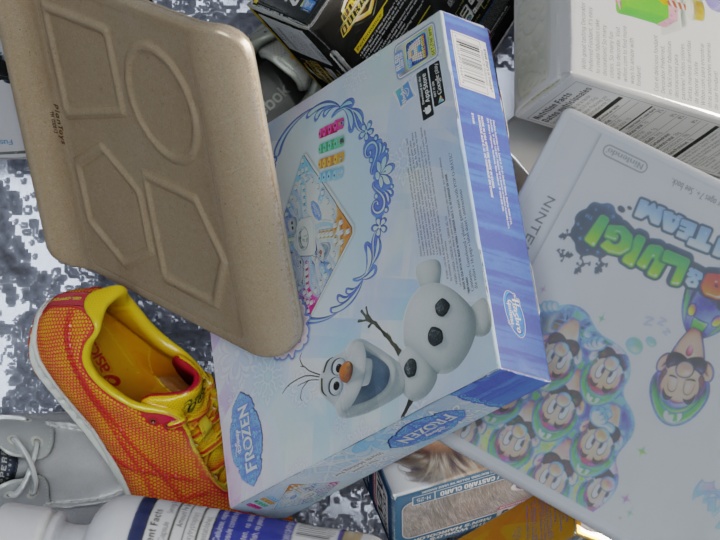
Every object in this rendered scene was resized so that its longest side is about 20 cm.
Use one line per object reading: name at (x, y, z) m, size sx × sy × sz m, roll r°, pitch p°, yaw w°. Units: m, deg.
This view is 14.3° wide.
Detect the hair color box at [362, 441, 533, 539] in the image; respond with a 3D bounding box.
hair color box at (0.030, 0.045, 1.539) m, size 0.100 × 0.061 × 0.200 m, roll -16°, pitch 55°, yaw -11°

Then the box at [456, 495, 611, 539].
box at (0.091, 0.178, 1.527) m, size 0.119 × 0.200 × 0.042 m, roll 23°, pitch 49°, yaw -31°

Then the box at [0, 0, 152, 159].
box at (-0.182, -0.161, 1.554) m, size 0.116 × 0.060 × 0.200 m, roll -3°, pitch 117°, yaw 22°

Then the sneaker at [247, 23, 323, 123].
sneaker at (-0.021, -0.128, 1.588) m, size 0.076 × 0.092 × 0.200 m, roll 36°, pitch 88°, yaw 4°

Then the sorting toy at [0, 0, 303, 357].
sorting toy at (-0.108, -0.063, 1.491) m, size 0.036 × 0.200 × 0.185 m, roll -29°, pitch 122°, yaw -33°

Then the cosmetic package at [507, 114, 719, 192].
cosmetic package at (0.159, -0.018, 1.567) m, size 0.113 × 0.081 × 0.200 m, roll -37°, pitch 84°, yaw -25°

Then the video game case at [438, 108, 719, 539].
video game case at (0.142, 0.039, 1.422) m, size 0.200 × 0.024 × 0.182 m, roll 28°, pitch 89°, yaw 28°

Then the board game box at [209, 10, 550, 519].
board game box at (0.000, 0.000, 1.470) m, size 0.199 × 0.043 × 0.200 m, roll -29°, pitch 58°, yaw 38°

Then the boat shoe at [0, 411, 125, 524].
boat shoe at (-0.203, 0.108, 1.596) m, size 0.200 × 0.069 × 0.072 m, roll 6°, pitch 87°, yaw -1°

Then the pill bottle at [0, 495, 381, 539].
pill bottle at (-0.093, 0.179, 1.473) m, size 0.200 × 0.120 × 0.120 m, roll 9°, pitch 88°, yaw 4°

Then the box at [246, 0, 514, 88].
box at (0.040, -0.180, 1.543) m, size 0.049 × 0.160 × 0.200 m, roll 26°, pitch 80°, yaw 35°

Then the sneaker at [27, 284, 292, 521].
sneaker at (-0.101, 0.090, 1.562) m, size 0.200 × 0.077 × 0.073 m, roll 48°, pitch 55°, yaw -26°

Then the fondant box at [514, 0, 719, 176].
fondant box at (0.179, -0.132, 1.532) m, size 0.200 × 0.058 × 0.145 m, roll 15°, pitch 62°, yaw -27°
